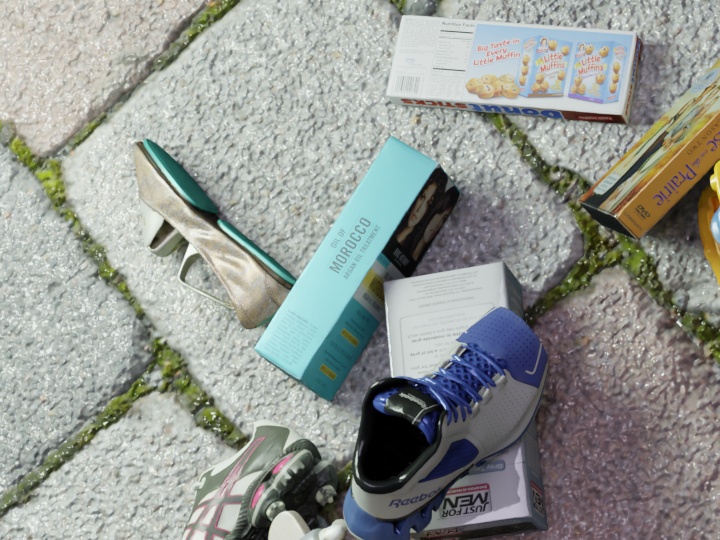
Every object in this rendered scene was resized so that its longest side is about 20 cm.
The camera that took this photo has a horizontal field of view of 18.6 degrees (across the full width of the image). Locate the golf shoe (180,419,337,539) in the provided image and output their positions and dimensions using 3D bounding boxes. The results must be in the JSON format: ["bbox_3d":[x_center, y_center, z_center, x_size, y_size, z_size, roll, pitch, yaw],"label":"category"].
[{"bbox_3d":[-0.105,0.208,1.713,0.200,0.077,0.088,-47,45,-3],"label":"golf shoe"}]

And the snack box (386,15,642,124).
[{"bbox_3d":[0.123,-0.163,1.769,0.199,0.024,0.072,7,75,20],"label":"snack box"}]

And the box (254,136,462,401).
[{"bbox_3d":[0.000,0.000,1.728,0.049,0.082,0.201,31,85,23],"label":"box"}]

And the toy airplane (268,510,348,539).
[{"bbox_3d":[0.001,0.285,1.605,0.199,0.141,0.200,11,78,21],"label":"toy airplane"}]

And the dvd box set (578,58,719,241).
[{"bbox_3d":[0.254,-0.107,1.647,0.200,0.146,0.029,-45,98,2],"label":"dvd box set"}]

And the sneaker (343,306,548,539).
[{"bbox_3d":[0.061,0.103,1.577,0.080,0.115,0.200,35,70,20],"label":"sneaker"}]

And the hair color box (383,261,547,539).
[{"bbox_3d":[0.080,0.103,1.680,0.098,0.061,0.201,-10,70,14],"label":"hair color box"}]

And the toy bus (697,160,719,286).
[{"bbox_3d":[0.317,-0.050,1.567,0.199,0.192,0.136,-27,71,26],"label":"toy bus"}]

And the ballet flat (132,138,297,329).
[{"bbox_3d":[-0.136,-0.026,1.791,0.067,0.068,0.200,-49,64,7],"label":"ballet flat"}]
